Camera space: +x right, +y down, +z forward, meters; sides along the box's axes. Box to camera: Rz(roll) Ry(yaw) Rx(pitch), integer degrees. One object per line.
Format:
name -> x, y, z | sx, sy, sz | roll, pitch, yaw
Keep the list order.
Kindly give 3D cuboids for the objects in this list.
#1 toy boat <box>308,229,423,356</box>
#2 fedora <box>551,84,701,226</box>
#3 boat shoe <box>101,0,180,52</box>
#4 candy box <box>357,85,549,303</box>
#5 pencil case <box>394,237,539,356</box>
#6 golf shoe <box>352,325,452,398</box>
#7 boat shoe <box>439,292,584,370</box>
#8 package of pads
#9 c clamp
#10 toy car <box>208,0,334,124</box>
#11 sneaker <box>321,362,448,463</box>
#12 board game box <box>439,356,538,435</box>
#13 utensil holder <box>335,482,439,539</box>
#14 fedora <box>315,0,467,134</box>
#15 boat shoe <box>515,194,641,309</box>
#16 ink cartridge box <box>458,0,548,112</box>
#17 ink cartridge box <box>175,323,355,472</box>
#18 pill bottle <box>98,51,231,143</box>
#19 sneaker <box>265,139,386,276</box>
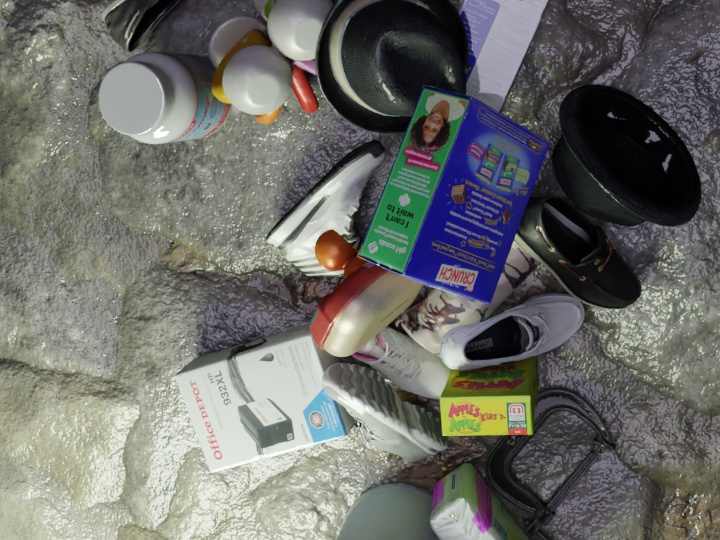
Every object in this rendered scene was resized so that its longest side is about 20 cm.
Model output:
toy boat -> 0.000, 0.000, 1.210 | 0.131, 0.200, 0.131 | 43, 144, 12
fedora -> 0.296, -0.118, 1.175 | 0.201, 0.201, 0.092 | 44, 139, 1
boat shoe -> -0.241, -0.353, 1.270 | 0.200, 0.067, 0.057 | -34, 82, 22
candy box -> 0.107, -0.079, 1.115 | 0.077, 0.169, 0.200 | 21, 92, 42
pencil case -> 0.133, 0.022, 1.255 | 0.089, 0.078, 0.200 | 44, 106, 7
golf shoe -> 0.034, 0.107, 1.286 | 0.200, 0.092, 0.075 | 33, 104, 3
boat shoe -> 0.195, 0.078, 1.213 | 0.200, 0.065, 0.074 | -21, 95, -20
package of pads -> 0.168, 0.352, 1.270 | 0.068, 0.155, 0.200 | -37, 91, 9
c clamp -> 0.256, 0.257, 1.303 | 0.171, 0.027, 0.200 | 32, 106, 10
toy car -> -0.082, -0.265, 1.221 | 0.150, 0.175, 0.200 | 33, 108, -32
sneaker -> 0.020, 0.194, 1.284 | 0.200, 0.075, 0.082 | 38, 116, -24
board game box -> 0.159, 0.143, 1.208 | 0.101, 0.200, 0.048 | -2, 100, 12
utensil holder -> 0.035, 0.388, 1.281 | 0.170, 0.200, 0.170 | 2, 100, 12
fedora -> 0.052, -0.230, 1.126 | 0.200, 0.092, 0.201 | -13, 121, -21
boat shoe -> 0.265, -0.018, 1.195 | 0.201, 0.063, 0.074 | 37, 66, -20
ink cartridge box -> 0.149, -0.261, 1.221 | 0.095, 0.037, 0.200 | 25, 107, 7
ink cartridge box -> -0.123, 0.167, 1.333 | 0.200, 0.084, 0.145 | -17, 97, 15
pill bottle -> -0.237, -0.211, 1.227 | 0.109, 0.200, 0.109 | 2, 101, 12
sneaker -> -0.016, -0.069, 1.283 | 0.115, 0.076, 0.200 | 45, 114, -8
